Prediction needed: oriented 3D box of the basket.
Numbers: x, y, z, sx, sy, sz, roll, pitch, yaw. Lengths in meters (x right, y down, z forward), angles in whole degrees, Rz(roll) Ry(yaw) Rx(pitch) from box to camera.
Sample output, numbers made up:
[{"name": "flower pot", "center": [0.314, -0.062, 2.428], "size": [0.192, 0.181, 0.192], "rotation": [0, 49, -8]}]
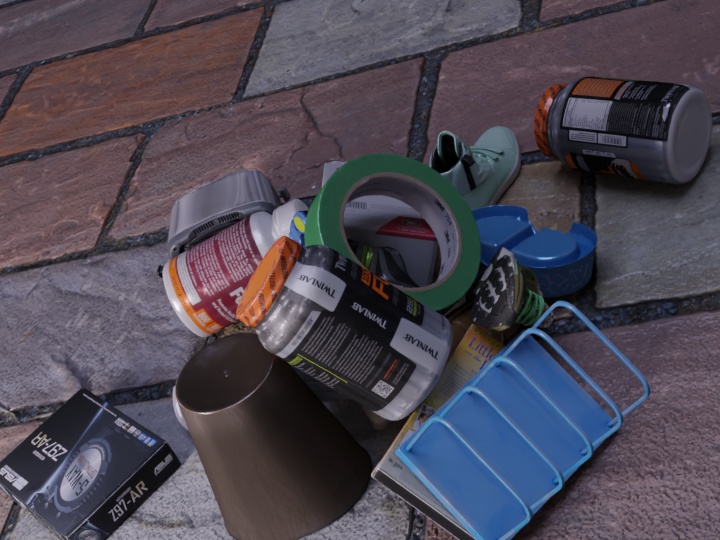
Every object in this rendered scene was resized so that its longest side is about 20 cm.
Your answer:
[{"name": "basket", "center": [-0.103, 0.174, 1.333], "size": [0.180, 0.200, 0.136], "rotation": [-23, 37, 3]}]

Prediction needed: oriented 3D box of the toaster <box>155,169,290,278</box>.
[{"name": "toaster", "center": [-0.188, -0.055, 1.734], "size": [0.199, 0.114, 0.129], "rotation": [-23, 33, 7]}]

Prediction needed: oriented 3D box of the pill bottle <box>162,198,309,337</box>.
[{"name": "pill bottle", "center": [-0.146, -0.005, 1.624], "size": [0.200, 0.114, 0.114], "rotation": [-28, 36, 13]}]

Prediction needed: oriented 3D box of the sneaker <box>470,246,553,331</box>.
[{"name": "sneaker", "center": [0.174, 0.030, 1.349], "size": [0.077, 0.088, 0.200], "rotation": [-59, 2, 15]}]

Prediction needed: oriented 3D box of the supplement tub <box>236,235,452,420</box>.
[{"name": "supplement tub", "center": [-0.017, 0.056, 1.264], "size": [0.123, 0.200, 0.123], "rotation": [-54, 14, 21]}]

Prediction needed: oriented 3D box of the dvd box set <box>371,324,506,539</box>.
[{"name": "dvd box set", "center": [0.122, 0.171, 1.274], "size": [0.146, 0.029, 0.200], "rotation": [35, 60, 3]}]

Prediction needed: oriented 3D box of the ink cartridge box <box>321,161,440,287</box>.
[{"name": "ink cartridge box", "center": [0.019, -0.057, 1.564], "size": [0.145, 0.084, 0.200], "rotation": [6, 27, -2]}]

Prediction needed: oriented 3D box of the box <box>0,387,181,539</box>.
[{"name": "box", "center": [-0.337, 0.241, 1.520], "size": [0.160, 0.044, 0.200], "rotation": [-43, 40, -22]}]

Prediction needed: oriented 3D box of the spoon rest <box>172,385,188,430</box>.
[{"name": "spoon rest", "center": [-0.148, 0.166, 1.476], "size": [0.200, 0.099, 0.061], "rotation": [-6, 68, 43]}]

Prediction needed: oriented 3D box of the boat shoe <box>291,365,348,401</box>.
[{"name": "boat shoe", "center": [-0.020, 0.105, 1.391], "size": [0.199, 0.072, 0.062], "rotation": [5, 31, 7]}]

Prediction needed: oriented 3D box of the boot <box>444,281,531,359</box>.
[{"name": "boot", "center": [0.135, 0.079, 1.405], "size": [0.075, 0.074, 0.200], "rotation": [12, 38, 25]}]

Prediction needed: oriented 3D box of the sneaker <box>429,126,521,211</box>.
[{"name": "sneaker", "center": [0.152, -0.155, 1.646], "size": [0.074, 0.118, 0.201], "rotation": [-3, 41, 30]}]

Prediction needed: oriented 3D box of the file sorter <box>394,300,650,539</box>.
[{"name": "file sorter", "center": [0.163, 0.146, 1.210], "size": [0.139, 0.123, 0.200], "rotation": [46, 61, 9]}]

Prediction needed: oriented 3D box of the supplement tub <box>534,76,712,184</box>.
[{"name": "supplement tub", "center": [0.327, -0.179, 1.570], "size": [0.200, 0.123, 0.123], "rotation": [13, 52, 41]}]

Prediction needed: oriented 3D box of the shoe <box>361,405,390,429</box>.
[{"name": "shoe", "center": [0.037, 0.100, 1.464], "size": [0.070, 0.054, 0.200], "rotation": [0, 42, 19]}]

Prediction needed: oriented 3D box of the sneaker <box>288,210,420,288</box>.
[{"name": "sneaker", "center": [0.000, 0.000, 1.445], "size": [0.083, 0.199, 0.071], "rotation": [-53, -1, -40]}]

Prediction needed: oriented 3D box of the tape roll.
[{"name": "tape roll", "center": [0.037, -0.035, 1.407], "size": [0.201, 0.200, 0.048], "rotation": [-55, 4, -33]}]

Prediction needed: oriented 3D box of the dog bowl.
[{"name": "dog bowl", "center": [0.195, -0.022, 1.503], "size": [0.111, 0.050, 0.200], "rotation": [-32, 35, -33]}]
